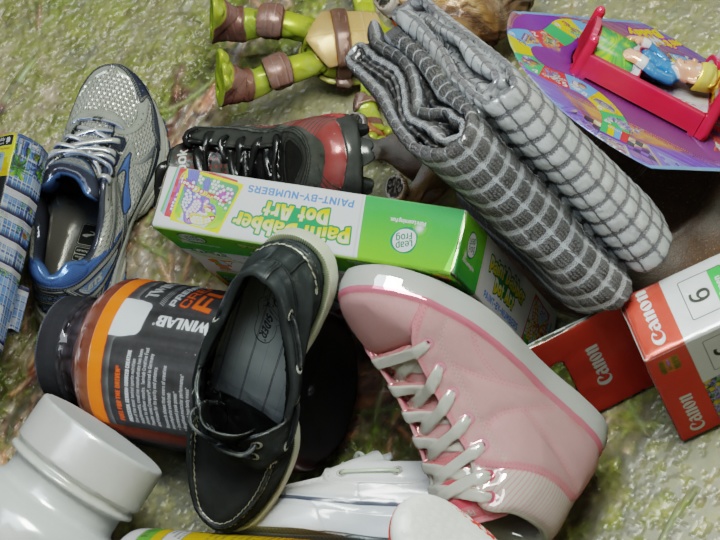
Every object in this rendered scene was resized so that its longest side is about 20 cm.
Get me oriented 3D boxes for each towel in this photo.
[{"bbox_3d":[0.082,-0.070,1.640,0.086,0.165,0.200,-47,29,3],"label":"towel"}]

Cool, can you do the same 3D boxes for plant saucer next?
[{"bbox_3d":[0.169,-0.065,1.758,0.199,0.037,0.202,-9,59,15],"label":"plant saucer"}]

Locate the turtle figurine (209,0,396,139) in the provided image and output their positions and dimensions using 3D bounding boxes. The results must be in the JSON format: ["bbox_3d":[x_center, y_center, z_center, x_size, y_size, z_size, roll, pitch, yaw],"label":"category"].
[{"bbox_3d":[-0.021,-0.163,1.855,0.160,0.064,0.202,-3,77,-8],"label":"turtle figurine"}]

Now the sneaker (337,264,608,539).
[{"bbox_3d":[0.056,0.086,1.593,0.075,0.200,0.105,-17,41,52],"label":"sneaker"}]

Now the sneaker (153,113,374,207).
[{"bbox_3d":[-0.068,-0.060,1.750,0.200,0.097,0.071,-9,81,58],"label":"sneaker"}]

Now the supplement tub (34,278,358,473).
[{"bbox_3d":[-0.109,0.063,1.739,0.199,0.107,0.108,8,65,29],"label":"supplement tub"}]

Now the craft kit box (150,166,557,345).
[{"bbox_3d":[0.000,0.000,1.684,0.199,0.197,0.049,9,78,23],"label":"craft kit box"}]

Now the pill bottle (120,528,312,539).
[{"bbox_3d":[-0.050,0.215,1.636,0.198,0.111,0.112,2,63,20],"label":"pill bottle"}]

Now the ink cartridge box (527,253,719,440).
[{"bbox_3d":[0.204,0.047,1.639,0.199,0.109,0.051,-25,55,5],"label":"ink cartridge box"}]

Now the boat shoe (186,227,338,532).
[{"bbox_3d":[-0.068,0.074,1.599,0.074,0.066,0.200,30,117,14],"label":"boat shoe"}]

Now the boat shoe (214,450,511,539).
[{"bbox_3d":[0.011,0.145,1.684,0.198,0.074,0.067,3,60,7],"label":"boat shoe"}]

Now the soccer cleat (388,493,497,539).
[{"bbox_3d":[0.092,0.205,1.552,0.069,0.085,0.201,-40,100,-30],"label":"soccer cleat"}]

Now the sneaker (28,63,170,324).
[{"bbox_3d":[-0.180,-0.058,1.845,0.076,0.085,0.201,1,63,12],"label":"sneaker"}]

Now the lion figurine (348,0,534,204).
[{"bbox_3d":[0.051,-0.116,1.782,0.072,0.122,0.201,20,93,32],"label":"lion figurine"}]

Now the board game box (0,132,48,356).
[{"bbox_3d":[-0.284,0.025,1.818,0.199,0.061,0.201,-10,64,47],"label":"board game box"}]

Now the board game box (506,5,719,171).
[{"bbox_3d":[0.185,-0.124,1.676,0.158,0.199,0.039,51,125,35],"label":"board game box"}]

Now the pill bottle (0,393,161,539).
[{"bbox_3d":[-0.213,0.183,1.687,0.114,0.114,0.201,34,91,31],"label":"pill bottle"}]
